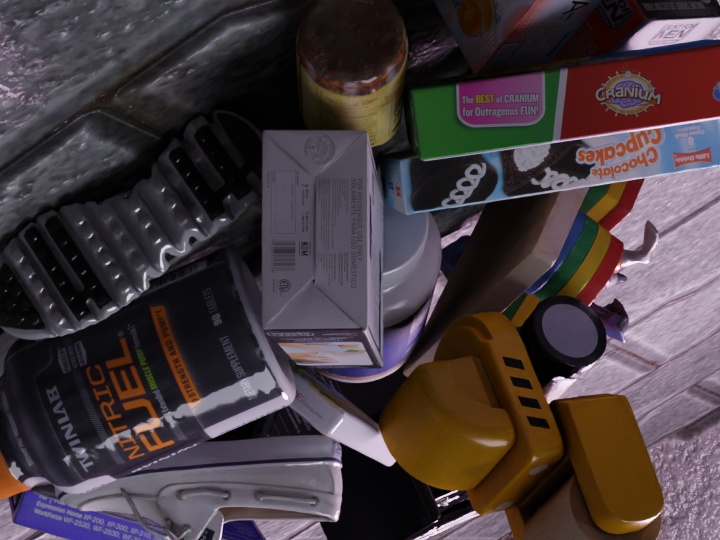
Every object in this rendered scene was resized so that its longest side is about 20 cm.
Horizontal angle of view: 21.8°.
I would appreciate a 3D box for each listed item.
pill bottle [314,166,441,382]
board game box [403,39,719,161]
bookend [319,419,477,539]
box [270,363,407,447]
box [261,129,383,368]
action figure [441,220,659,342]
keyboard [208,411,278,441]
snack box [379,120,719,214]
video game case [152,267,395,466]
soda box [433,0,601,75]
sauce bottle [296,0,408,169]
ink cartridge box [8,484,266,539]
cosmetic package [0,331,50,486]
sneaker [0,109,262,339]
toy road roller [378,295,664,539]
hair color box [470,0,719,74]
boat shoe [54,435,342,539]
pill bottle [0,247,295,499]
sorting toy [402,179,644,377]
[{"bbox_3d":[0.000,0.000,1.328,0.110,0.112,0.200,-25,163,-12],"label":"pill bottle"},{"bbox_3d":[0.126,-0.103,1.104,0.198,0.041,0.153,-8,-173,-1],"label":"board game box"},{"bbox_3d":[0.081,0.156,1.549,0.199,0.093,0.199,-20,168,-28],"label":"bookend"},{"bbox_3d":[-0.055,0.119,1.598,0.199,0.105,0.148,-25,162,-13],"label":"box"},{"bbox_3d":[-0.020,-0.008,1.118,0.059,0.118,0.200,-1,170,3],"label":"box"},{"bbox_3d":[0.164,0.027,1.544,0.193,0.199,0.105,-36,134,-25],"label":"action figure"},{"bbox_3d":[-0.115,0.121,1.433,0.199,0.040,0.105,-1,-124,56],"label":"keyboard"},{"bbox_3d":[0.116,-0.069,1.174,0.198,0.037,0.116,-9,-174,-4],"label":"snack box"},{"bbox_3d":[-0.062,0.065,1.308,0.023,0.182,0.200,-51,163,-2],"label":"video game case"},{"bbox_3d":[0.116,-0.193,1.030,0.063,0.069,0.200,-14,159,-35],"label":"soda box"},{"bbox_3d":[-0.006,-0.103,1.108,0.066,0.066,0.200,-27,168,-8],"label":"sauce bottle"},{"bbox_3d":[-0.167,0.192,1.419,0.196,0.044,0.200,18,179,-13],"label":"ink cartridge box"},{"bbox_3d":[-0.191,0.091,1.328,0.107,0.085,0.199,-36,162,26],"label":"cosmetic package"},{"bbox_3d":[-0.135,-0.019,1.134,0.199,0.076,0.081,-30,172,4],"label":"sneaker"},{"bbox_3d":[0.102,0.125,1.275,0.145,0.201,0.123,-7,153,-27],"label":"toy road roller"},{"bbox_3d":[0.139,-0.133,1.259,0.101,0.062,0.200,-10,156,-48],"label":"hair color box"},{"bbox_3d":[-0.110,0.166,1.285,0.200,0.087,0.075,-5,165,-2],"label":"boat shoe"},{"bbox_3d":[-0.148,0.072,1.160,0.198,0.107,0.106,-24,164,3],"label":"pill bottle"},{"bbox_3d":[0.137,-0.016,1.396,0.200,0.069,0.200,-47,-169,50],"label":"sorting toy"}]
